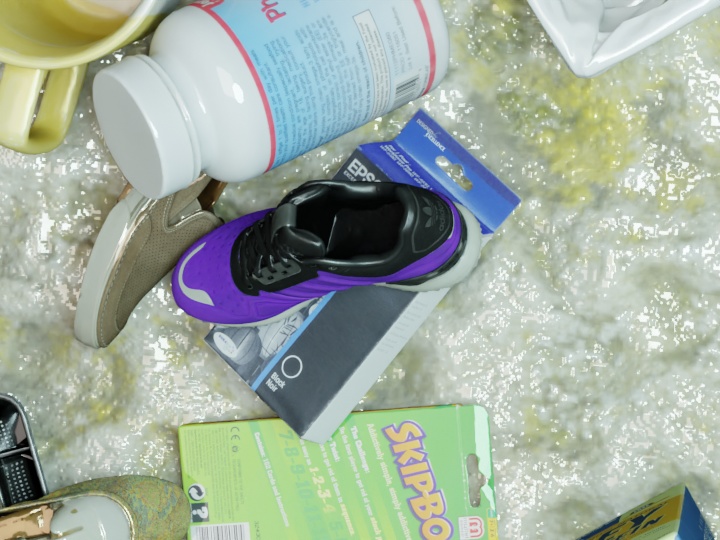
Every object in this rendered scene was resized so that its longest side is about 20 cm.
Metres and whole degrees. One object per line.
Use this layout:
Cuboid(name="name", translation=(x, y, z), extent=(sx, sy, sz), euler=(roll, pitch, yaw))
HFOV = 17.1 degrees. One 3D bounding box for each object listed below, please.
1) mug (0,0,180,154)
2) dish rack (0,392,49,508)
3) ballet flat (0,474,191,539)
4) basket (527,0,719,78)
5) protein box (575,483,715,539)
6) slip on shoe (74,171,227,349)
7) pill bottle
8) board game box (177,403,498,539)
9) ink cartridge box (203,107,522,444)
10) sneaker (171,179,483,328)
Cuboid(name="mug", translation=(-0.183, -0.183, 1.459), extent=(0.186, 0.153, 0.150), euler=(-42, 86, 9))
Cuboid(name="dish rack", translation=(-0.288, 0.174, 1.535), extent=(0.198, 0.055, 0.155), euler=(-16, 89, 2))
Cuboid(name="ballet flat", translation=(-0.202, 0.171, 1.472), extent=(0.198, 0.071, 0.071), euler=(-10, 91, -1))
Cuboid(name="basket", translation=(0.140, -0.228, 1.422), extent=(0.135, 0.123, 0.201), euler=(-30, 89, 8))
Cuboid(name="protein box", translation=(0.176, 0.253, 1.398), extent=(0.134, 0.200, 0.200), euler=(-29, 88, 9))
Cuboid(name="slip on shoe", translation=(-0.115, -0.037, 1.498), extent=(0.060, 0.076, 0.201), euler=(26, 88, 6))
Cuboid(name="pill bottle", translation=(-0.054, -0.120, 1.424), extent=(0.199, 0.109, 0.109), euler=(-27, 88, -24))
Cuboid(name="board game box", translation=(-0.013, 0.137, 1.510), extent=(0.198, 0.030, 0.096), euler=(-5, 91, 12))
Cuboid(name="ink cartridge box", translation=(0.000, 0.000, 1.482), extent=(0.099, 0.039, 0.200), euler=(42, 97, 26))
Cuboid(name="sneaker", translation=(-0.036, -0.019, 1.425), extent=(0.199, 0.099, 0.070), euler=(-12, 72, 22))
